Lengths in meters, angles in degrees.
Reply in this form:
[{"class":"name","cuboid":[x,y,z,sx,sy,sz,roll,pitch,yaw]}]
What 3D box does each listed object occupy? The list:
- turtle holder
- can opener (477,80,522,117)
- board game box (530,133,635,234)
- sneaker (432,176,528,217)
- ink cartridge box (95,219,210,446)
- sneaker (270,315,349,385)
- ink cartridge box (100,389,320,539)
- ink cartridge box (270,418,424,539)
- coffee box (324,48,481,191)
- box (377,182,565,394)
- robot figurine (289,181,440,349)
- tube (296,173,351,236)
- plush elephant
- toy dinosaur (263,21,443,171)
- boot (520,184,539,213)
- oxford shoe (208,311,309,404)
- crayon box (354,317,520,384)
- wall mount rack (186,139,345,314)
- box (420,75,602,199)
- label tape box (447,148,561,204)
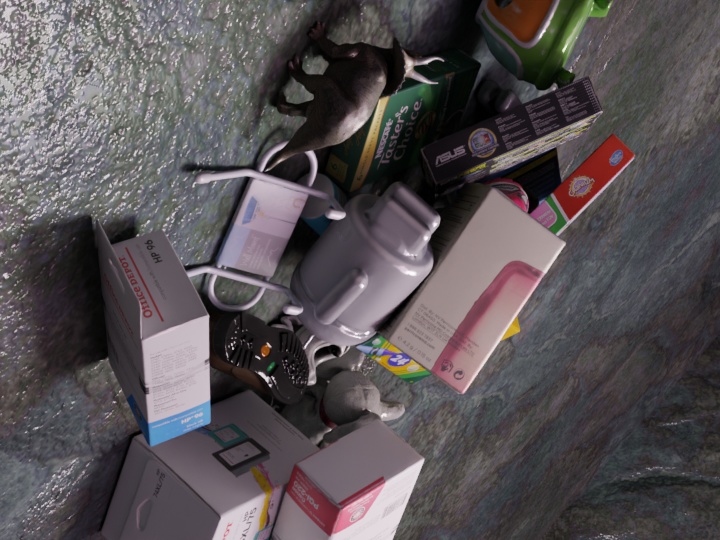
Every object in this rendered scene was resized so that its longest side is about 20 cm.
[{"class":"turtle holder","cuboid":[0.206,-0.289,1.455,0.142,0.131,0.186,-66,174,30]},{"class":"can opener","cuboid":[0.192,-0.181,1.667,0.067,0.053,0.200,-59,155,0]},{"class":"board game box","cuboid":[0.244,-0.070,1.602,0.200,0.040,0.153,-44,174,-13]},{"class":"sneaker","cuboid":[0.107,-0.046,1.518,0.199,0.081,0.075,-32,-168,9]},{"class":"ink cartridge box","cuboid":[-0.188,0.050,1.167,0.067,0.116,0.201,-19,143,-21]},{"class":"sneaker","cuboid":[-0.030,0.057,1.532,0.200,0.081,0.075,-47,153,-21]},{"class":"ink cartridge box","cuboid":[-0.164,0.258,1.458,0.199,0.146,0.148,-18,138,-52]},{"class":"ink cartridge box","cuboid":[-0.024,0.288,1.464,0.145,0.085,0.202,-22,140,-43]},{"class":"coffee box","cuboid":[0.048,-0.169,1.426,0.199,0.044,0.124,-25,144,-48]},{"class":"box","cuboid":[0.114,0.016,1.406,0.201,0.108,0.128,-55,-170,0]},{"class":"robot figurine","cuboid":[0.000,0.000,1.359,0.200,0.113,0.170,-49,178,28]},{"class":"tube","cuboid":[-0.022,-0.054,1.440,0.200,0.050,0.078,41,63,-67]},{"class":"plush elephant","cuboid":[-0.022,0.177,1.589,0.154,0.167,0.199,-23,151,31]},{"class":"toy dinosaur","cuboid":[-0.020,-0.171,1.227,0.200,0.102,0.077,-48,155,-18]},{"class":"boot","cuboid":[0.113,-0.029,1.605,0.200,0.073,0.181,-39,166,37]},{"class":"oxford shoe","cuboid":[-0.121,0.090,1.403,0.200,0.084,0.073,44,59,-52]},{"class":"crayon box","cuboid":[0.104,0.058,1.556,0.199,0.052,0.125,-29,139,24]},{"class":"wall mount rack","cuboid":[-0.115,-0.035,1.273,0.172,0.075,0.202,14,112,-29]},{"class":"box","cuboid":[0.165,-0.146,1.443,0.198,0.045,0.160,-24,175,2]},{"class":"label tape box","cuboid":[0.182,-0.122,1.653,0.142,0.067,0.200,-28,152,1]}]
